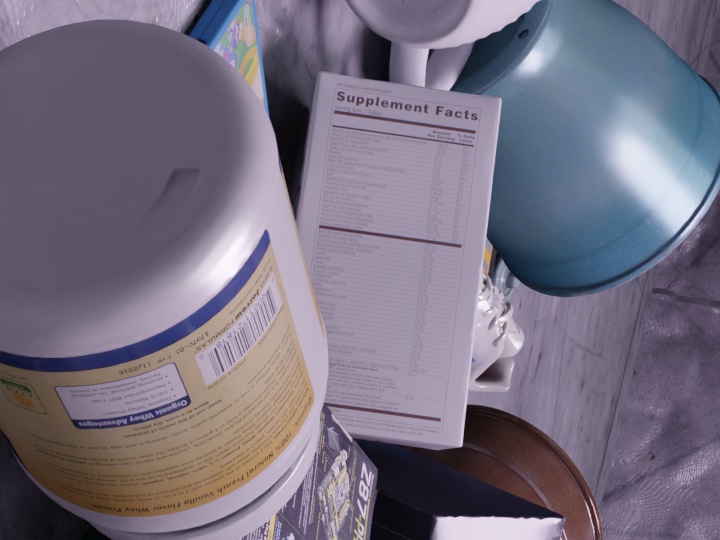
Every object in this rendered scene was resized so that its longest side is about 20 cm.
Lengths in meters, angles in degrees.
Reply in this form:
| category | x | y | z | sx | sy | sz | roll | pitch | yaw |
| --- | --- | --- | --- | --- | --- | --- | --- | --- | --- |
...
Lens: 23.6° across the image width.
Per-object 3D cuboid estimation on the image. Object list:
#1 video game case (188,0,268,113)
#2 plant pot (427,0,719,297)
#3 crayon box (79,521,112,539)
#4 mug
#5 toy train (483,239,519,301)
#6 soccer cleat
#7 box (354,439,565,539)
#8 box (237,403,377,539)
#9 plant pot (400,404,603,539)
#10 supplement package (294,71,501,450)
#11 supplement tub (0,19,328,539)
| category | x | y | z | sx | sy | sz | roll | pitch | yaw |
| --- | --- | --- | --- | --- | --- | --- | --- | --- | --- |
| video game case | -0.091 | -0.032 | 0.882 | 0.144 | 0.018 | 0.201 | 86 | 22 | -45 |
| plant pot | 0.130 | -0.116 | 1.215 | 0.188 | 0.199 | 0.202 | 42 | 56 | -37 |
| crayon box | -0.076 | 0.132 | 0.893 | 0.128 | 0.050 | 0.201 | 64 | 28 | -30 |
| mug | 0.056 | -0.195 | 1.063 | 0.176 | 0.146 | 0.201 | -54 | 158 | -49 |
| toy train | 0.085 | -0.050 | 1.382 | 0.114 | 0.085 | 0.202 | -8 | 110 | -60 |
| soccer cleat | 0.073 | 0.020 | 1.205 | 0.201 | 0.085 | 0.070 | 79 | 26 | -57 |
| box | 0.006 | 0.205 | 1.024 | 0.103 | 0.199 | 0.184 | 8 | 94 | -37 |
| box | -0.051 | 0.146 | 0.821 | 0.161 | 0.049 | 0.202 | 51 | 37 | -46 |
| plant pot | 0.057 | 0.229 | 1.288 | 0.198 | 0.198 | 0.202 | -33 | 132 | -58 |
| supplement package | 0.013 | -0.002 | 1.016 | 0.110 | 0.112 | 0.202 | 124 | -25 | -82 |
| supplement tub | -0.089 | 0.016 | 0.694 | 0.201 | 0.143 | 0.145 | 78 | 28 | -54 |
